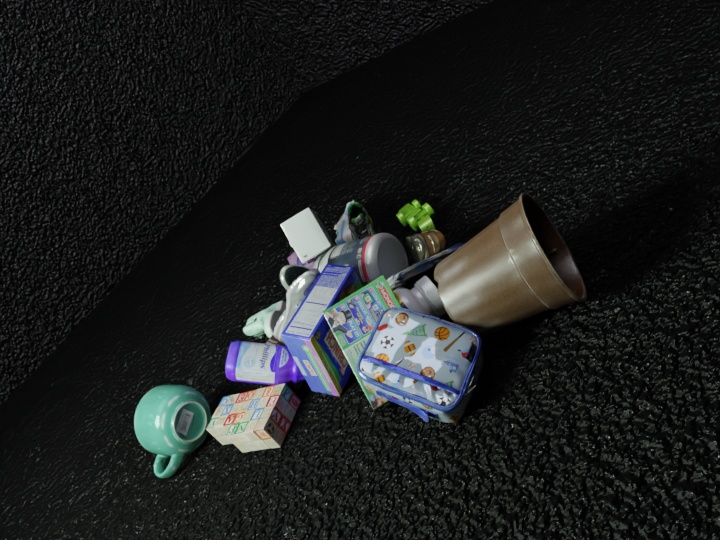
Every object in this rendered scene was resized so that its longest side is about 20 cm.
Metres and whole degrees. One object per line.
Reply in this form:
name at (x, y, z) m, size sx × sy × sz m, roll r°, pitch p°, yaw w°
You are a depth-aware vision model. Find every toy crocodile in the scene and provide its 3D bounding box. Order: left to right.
toy crocodile at (0.143, -0.131, 1.551) m, size 0.067 × 0.062 × 0.200 m, roll -39°, pitch 21°, yaw -3°

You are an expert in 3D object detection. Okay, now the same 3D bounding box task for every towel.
towel at (0.112, 0.007, 1.270) m, size 0.198 × 0.024 × 0.147 m, roll -25°, pitch -7°, yaw -33°

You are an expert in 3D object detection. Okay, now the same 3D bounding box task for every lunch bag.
lunch bag at (0.101, 0.156, 1.015) m, size 0.197 × 0.076 × 0.161 m, roll 17°, pitch 59°, yaw 25°

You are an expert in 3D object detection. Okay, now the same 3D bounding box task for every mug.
mug at (-0.407, 0.351, 1.382) m, size 0.113 × 0.188 × 0.151 m, roll -8°, pitch 13°, yaw 41°

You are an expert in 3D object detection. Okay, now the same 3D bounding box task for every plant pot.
plant pot at (0.244, 0.008, 1.047) m, size 0.197 × 0.200 × 0.201 m, roll -33°, pitch 25°, yaw 26°

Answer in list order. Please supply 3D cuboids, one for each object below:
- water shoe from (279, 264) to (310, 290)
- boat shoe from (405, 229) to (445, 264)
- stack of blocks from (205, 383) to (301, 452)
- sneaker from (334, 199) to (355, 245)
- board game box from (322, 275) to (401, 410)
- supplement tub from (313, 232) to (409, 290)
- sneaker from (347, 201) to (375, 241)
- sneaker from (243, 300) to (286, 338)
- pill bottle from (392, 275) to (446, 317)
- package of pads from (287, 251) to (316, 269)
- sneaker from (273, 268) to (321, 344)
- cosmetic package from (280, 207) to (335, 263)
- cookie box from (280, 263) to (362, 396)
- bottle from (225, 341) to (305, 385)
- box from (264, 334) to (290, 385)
water shoe at (-0.129, 0.036, 1.480) m, size 0.078 × 0.199 × 0.073 m, roll 6°, pitch 78°, yaw 45°
boat shoe at (0.147, -0.051, 1.355) m, size 0.073 × 0.077 × 0.200 m, roll -21°, pitch 2°, yaw -2°
stack of blocks at (-0.231, 0.314, 1.290) m, size 0.198 × 0.059 × 0.116 m, roll -18°, pitch 32°, yaw 35°
sneaker at (-0.033, -0.133, 1.750) m, size 0.080 × 0.077 × 0.201 m, roll -22°, pitch 29°, yaw 13°
board game box at (0.034, 0.129, 1.113) m, size 0.133 × 0.202 × 0.029 m, roll -29°, pitch -16°, yaw 1°
supplement tub at (0.000, 0.000, 1.415) m, size 0.198 × 0.141 × 0.141 m, roll -13°, pitch 34°, yaw 41°
sneaker at (0.003, -0.091, 1.585) m, size 0.077 × 0.085 × 0.202 m, roll -25°, pitch 52°, yaw 5°
sneaker at (-0.240, 0.147, 1.540) m, size 0.117 × 0.074 × 0.201 m, roll -29°, pitch 10°, yaw 6°
pill bottle at (0.071, 0.103, 1.186) m, size 0.199 × 0.112 × 0.111 m, roll -38°, pitch 25°, yaw -1°
package of pads at (-0.123, -0.014, 1.672) m, size 0.120 × 0.076 × 0.200 m, roll -37°, pitch 26°, yaw 0°
sneaker at (-0.115, 0.085, 1.304) m, size 0.074 × 0.082 × 0.202 m, roll -22°, pitch -37°, yaw -49°
cosmetic package at (-0.126, -0.084, 1.511) m, size 0.084 × 0.109 × 0.200 m, roll -30°, pitch 3°, yaw 1°
cookie box at (-0.056, 0.118, 1.245) m, size 0.074 × 0.173 × 0.201 m, roll 4°, pitch 45°, yaw 30°
bottle at (-0.181, 0.199, 1.297) m, size 0.196 × 0.066 × 0.084 m, roll 7°, pitch 48°, yaw -1°
box at (-0.149, 0.164, 1.418) m, size 0.200 × 0.075 × 0.100 m, roll -47°, pitch 27°, yaw -23°
